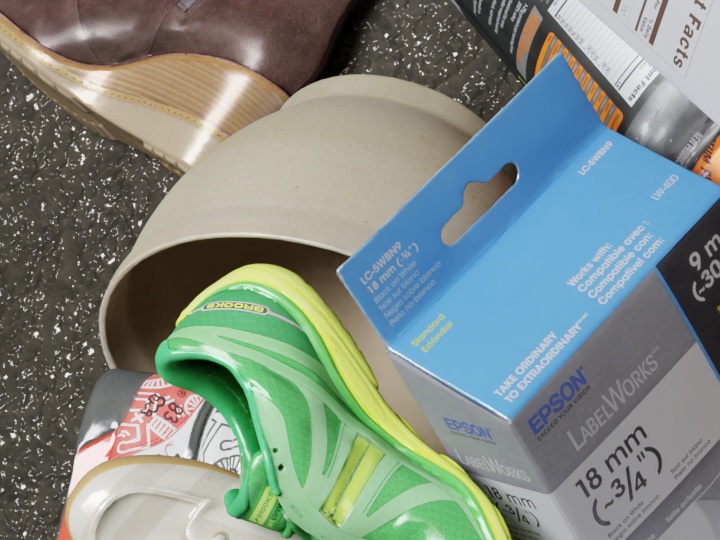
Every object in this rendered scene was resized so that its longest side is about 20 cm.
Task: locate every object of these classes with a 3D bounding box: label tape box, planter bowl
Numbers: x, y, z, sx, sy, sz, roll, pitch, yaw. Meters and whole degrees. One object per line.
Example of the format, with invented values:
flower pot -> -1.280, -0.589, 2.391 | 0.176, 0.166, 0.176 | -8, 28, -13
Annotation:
label tape box -> 0.100, 0.034, 1.225 | 0.144, 0.200, 0.063 | -45, 31, -23
planter bowl -> 0.000, 0.000, 1.337 | 0.200, 0.200, 0.135 | -2, 48, 28

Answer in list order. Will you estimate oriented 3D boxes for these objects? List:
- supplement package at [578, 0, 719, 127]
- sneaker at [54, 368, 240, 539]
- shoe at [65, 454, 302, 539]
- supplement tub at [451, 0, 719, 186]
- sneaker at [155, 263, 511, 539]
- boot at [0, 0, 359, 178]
supplement package -> 0.155, -0.157, 1.206 | 0.200, 0.121, 0.120 | 44, 143, 23
sneaker -> -0.077, 0.143, 1.280 | 0.108, 0.067, 0.202 | 6, 73, 17
shoe -> -0.028, 0.135, 1.232 | 0.200, 0.053, 0.070 | 28, 90, -10
supplement tub -> 0.131, -0.105, 1.318 | 0.123, 0.123, 0.200 | -44, 61, 11
sneaker -> -0.010, 0.091, 1.212 | 0.084, 0.074, 0.200 | -32, 72, -27
boot -> -0.086, -0.142, 1.491 | 0.200, 0.072, 0.166 | 32, 81, 32
